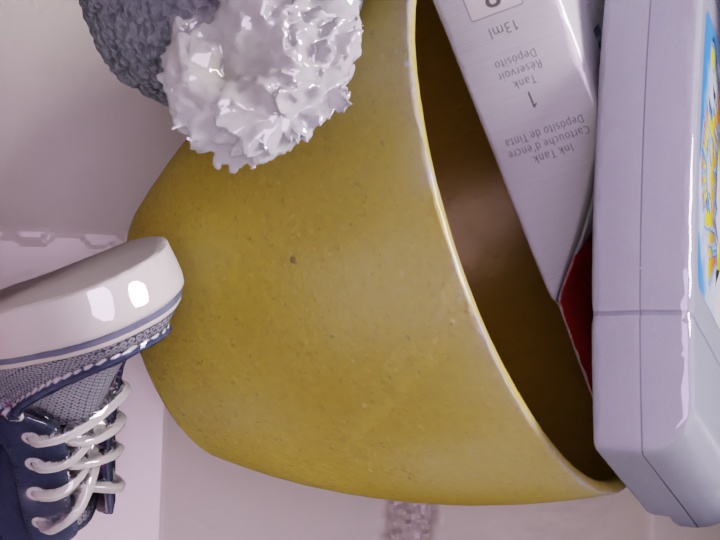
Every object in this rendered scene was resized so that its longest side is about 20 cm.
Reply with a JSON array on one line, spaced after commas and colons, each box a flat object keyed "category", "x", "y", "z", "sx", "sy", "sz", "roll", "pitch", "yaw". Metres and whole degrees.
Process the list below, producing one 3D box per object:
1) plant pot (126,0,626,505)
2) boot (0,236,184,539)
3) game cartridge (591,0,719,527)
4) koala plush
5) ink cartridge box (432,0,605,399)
[{"category": "plant pot", "x": 0.000, "y": 0.000, "z": 0.776, "sx": 0.141, "sy": 0.200, "sz": 0.202, "roll": -18, "pitch": 95, "yaw": 21}, {"category": "boot", "x": -0.100, "y": 0.048, "z": 0.747, "sx": 0.072, "sy": 0.200, "sz": 0.091, "roll": -25, "pitch": 95, "yaw": -25}, {"category": "game cartridge", "x": 0.108, "y": -0.024, "z": 0.736, "sx": 0.040, "sy": 0.133, "sz": 0.202, "roll": -2, "pitch": 72, "yaw": 21}, {"category": "koala plush", "x": -0.030, "y": -0.139, "z": 0.674, "sx": 0.182, "sy": 0.177, "sz": 0.202, "roll": 11, "pitch": 101, "yaw": -24}, {"category": "ink cartridge box", "x": 0.092, "y": -0.048, "z": 0.782, "sx": 0.050, "sy": 0.161, "sz": 0.201, "roll": -20, "pitch": 101, "yaw": 22}]
